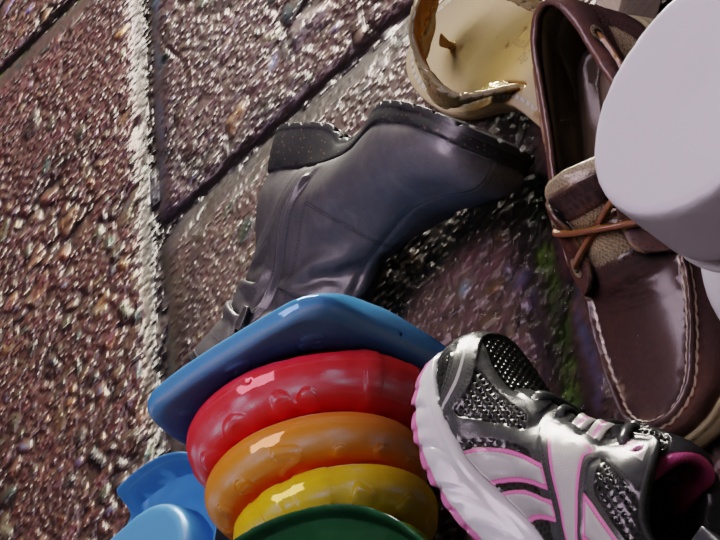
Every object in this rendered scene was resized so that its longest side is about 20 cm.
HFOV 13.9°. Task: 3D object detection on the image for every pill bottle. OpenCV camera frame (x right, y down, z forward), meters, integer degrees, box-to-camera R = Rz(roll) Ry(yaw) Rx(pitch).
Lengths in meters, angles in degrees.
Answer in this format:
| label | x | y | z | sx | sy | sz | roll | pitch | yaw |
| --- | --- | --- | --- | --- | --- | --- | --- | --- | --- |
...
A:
| label | x | y | z | sx | sy | sz | roll | pitch | yaw |
| --- | --- | --- | --- | --- | --- | --- | --- | --- | --- |
| pill bottle | 0.173 | -0.009 | 0.933 | 0.114 | 0.200 | 0.115 | -36 | 37 | 33 |

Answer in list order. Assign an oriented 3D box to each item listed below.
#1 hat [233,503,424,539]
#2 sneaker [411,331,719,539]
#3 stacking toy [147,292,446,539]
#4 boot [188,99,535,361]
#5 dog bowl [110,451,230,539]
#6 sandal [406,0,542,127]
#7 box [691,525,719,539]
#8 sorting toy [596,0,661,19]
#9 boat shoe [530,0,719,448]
| label | x | y | z | sx | sy | sz | roll | pitch | yaw |
| --- | --- | --- | --- | --- | --- | --- | --- | --- | --- |
| hat | -0.067 | 0.148 | 1.056 | 0.200 | 0.176 | 0.166 | -8 | 70 | 41 |
| sneaker | 0.093 | 0.086 | 1.093 | 0.086 | 0.080 | 0.200 | -47 | 45 | 17 |
| stacking toy | -0.007 | 0.121 | 1.196 | 0.110 | 0.116 | 0.200 | -33 | 52 | 27 |
| boot | 0.000 | 0.000 | 1.316 | 0.200 | 0.070 | 0.132 | -10 | 58 | 65 |
| dog bowl | -0.112 | 0.169 | 1.332 | 0.200 | 0.050 | 0.112 | -43 | 34 | 25 |
| sandal | 0.057 | -0.106 | 1.311 | 0.078 | 0.070 | 0.212 | -58 | 31 | 1 |
| box | 0.137 | 0.193 | 0.930 | 0.141 | 0.079 | 0.200 | -53 | 31 | 4 |
| sorting toy | 0.094 | -0.240 | 1.282 | 0.200 | 0.069 | 0.199 | -106 | 24 | -54 |
| boat shoe | 0.100 | -0.022 | 1.157 | 0.072 | 0.072 | 0.200 | -29 | 52 | 38 |
